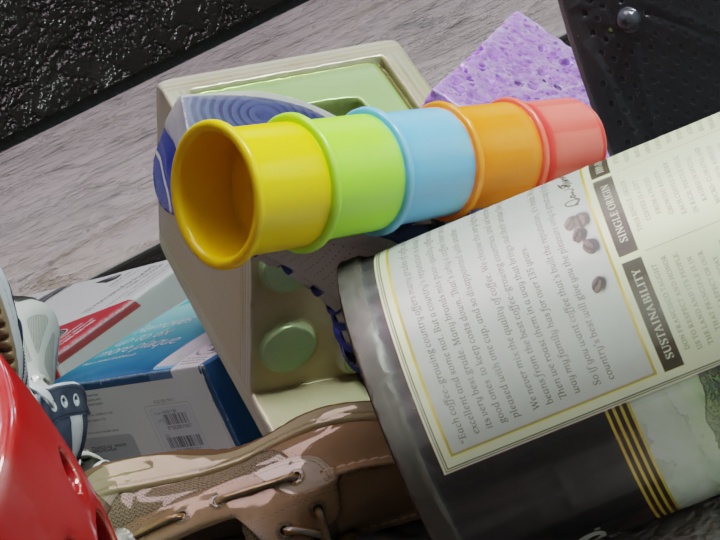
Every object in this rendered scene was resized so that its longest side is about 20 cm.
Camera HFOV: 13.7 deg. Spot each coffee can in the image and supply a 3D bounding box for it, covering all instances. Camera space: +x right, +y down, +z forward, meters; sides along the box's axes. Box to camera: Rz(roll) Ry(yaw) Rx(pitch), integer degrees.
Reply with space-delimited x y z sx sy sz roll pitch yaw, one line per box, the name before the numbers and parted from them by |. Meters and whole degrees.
coffee can | 0.109 0.027 1.209 0.200 0.146 0.146 -23 12 7

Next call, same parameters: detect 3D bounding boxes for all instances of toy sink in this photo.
toy sink | -0.007 -0.012 1.440 0.130 0.112 0.200 -11 39 -17

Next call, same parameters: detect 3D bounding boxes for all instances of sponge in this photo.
sponge | 0.129 -0.042 1.416 0.112 0.200 0.030 -42 -16 -56

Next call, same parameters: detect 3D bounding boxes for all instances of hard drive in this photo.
hard drive | 0.178 -0.054 1.298 0.135 0.200 0.042 -19 9 33

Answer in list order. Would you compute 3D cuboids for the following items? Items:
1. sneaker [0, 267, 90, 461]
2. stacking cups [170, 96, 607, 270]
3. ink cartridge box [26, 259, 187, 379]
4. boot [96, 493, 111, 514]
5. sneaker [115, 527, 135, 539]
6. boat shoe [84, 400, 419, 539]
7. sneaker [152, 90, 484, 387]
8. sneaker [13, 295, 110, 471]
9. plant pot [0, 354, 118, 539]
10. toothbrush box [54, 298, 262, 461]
sneaker | -0.170 0.050 1.355 0.070 0.200 0.109 8 35 11
stacking cups | 0.020 -0.039 1.230 0.200 0.061 0.060 -7 -1 -37
ink cartridge box | -0.187 0.070 1.767 0.200 0.084 0.144 -15 16 41
boot | -0.221 0.124 1.289 0.200 0.155 0.077 -52 2 20
sneaker | -0.118 0.167 1.230 0.099 0.070 0.200 -28 11 -8
boat shoe | -0.033 0.112 1.348 0.200 0.071 0.065 -14 48 11
sneaker | 0.001 0.000 1.310 0.199 0.115 0.081 12 40 -17
sneaker | -0.146 0.097 1.486 0.115 0.076 0.201 -7 53 20
plant pot | -0.163 0.144 1.056 0.200 0.183 0.201 -22 36 17
toothbrush box | -0.040 0.048 1.575 0.200 0.085 0.146 -31 13 -37
